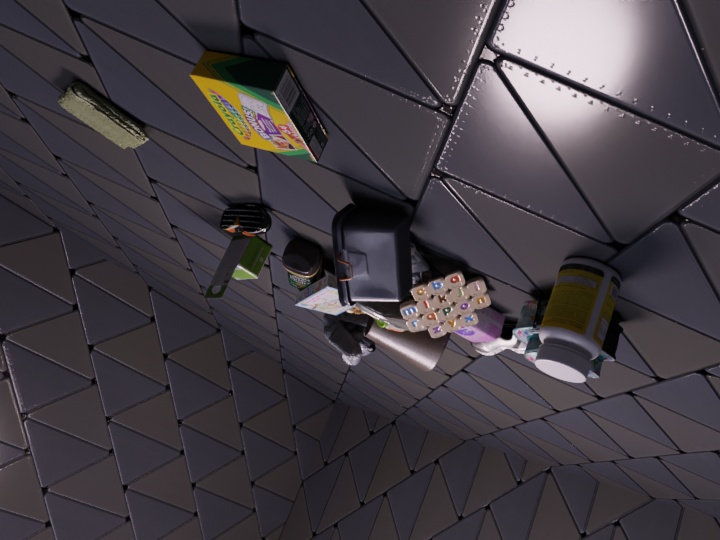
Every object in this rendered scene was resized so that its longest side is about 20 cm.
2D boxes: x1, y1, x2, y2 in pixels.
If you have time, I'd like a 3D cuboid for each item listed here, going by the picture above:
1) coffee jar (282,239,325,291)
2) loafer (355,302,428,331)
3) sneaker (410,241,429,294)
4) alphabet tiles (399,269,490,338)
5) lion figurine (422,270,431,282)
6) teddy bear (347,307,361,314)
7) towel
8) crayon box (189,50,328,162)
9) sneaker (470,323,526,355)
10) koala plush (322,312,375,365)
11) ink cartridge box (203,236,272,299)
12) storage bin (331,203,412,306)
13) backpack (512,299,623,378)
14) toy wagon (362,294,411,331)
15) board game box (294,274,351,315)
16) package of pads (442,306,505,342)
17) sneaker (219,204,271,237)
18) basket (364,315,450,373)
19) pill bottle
[{"bbox_3d":[-0.151,-0.008,1.931,0.103,0.086,0.200,20,162,9],"label":"coffee jar"},{"bbox_3d":[0.073,0.100,1.691,0.197,0.071,0.070,21,145,-14],"label":"loafer"},{"bbox_3d":[0.073,0.026,1.609,0.115,0.075,0.199,44,128,-17],"label":"sneaker"},{"bbox_3d":[0.192,0.077,1.624,0.197,0.015,0.197,-20,136,9],"label":"alphabet tiles"},{"bbox_3d":[0.089,0.031,1.717,0.120,0.074,0.200,4,162,-11],"label":"lion figurine"},{"bbox_3d":[0.002,0.082,2.019,0.145,0.068,0.199,38,157,-31],"label":"teddy bear"},{"bbox_3d":[-0.573,-0.342,1.615,0.199,0.037,0.147,34,161,-30],"label":"towel"},{"bbox_3d":[-0.167,-0.275,1.226,0.170,0.059,0.200,16,161,25],"label":"crayon box"},{"bbox_3d":[0.347,0.163,1.804,0.080,0.075,0.198,37,150,-29],"label":"sneaker"},{"bbox_3d":[-0.013,0.201,2.243,0.182,0.179,0.200,28,167,29],"label":"koala plush"},{"bbox_3d":[-0.350,0.006,2.043,0.075,0.202,0.147,32,161,-28],"label":"ink cartridge box"},{"bbox_3d":[0.027,-0.025,1.470,0.132,0.145,0.203,4,113,24],"label":"storage bin"},{"bbox_3d":[0.421,0.137,1.507,0.176,0.152,0.199,31,166,-25],"label":"backpack"},{"bbox_3d":[0.069,0.083,1.822,0.154,0.040,0.199,-14,-142,-40],"label":"toy wagon"},{"bbox_3d":[-0.075,0.069,1.937,0.133,0.035,0.199,15,157,-27],"label":"board game box"},{"bbox_3d":[0.241,0.103,1.751,0.198,0.077,0.120,29,159,-16],"label":"package of pads"},{"bbox_3d":[-0.269,-0.120,1.820,0.089,0.071,0.198,19,171,-43],"label":"sneaker"},{"bbox_3d":[0.122,0.157,1.907,0.197,0.137,0.182,23,122,-7],"label":"basket"},{"bbox_3d":[0.390,0.090,1.303,0.113,0.202,0.115,22,162,7],"label":"pill bottle"}]
